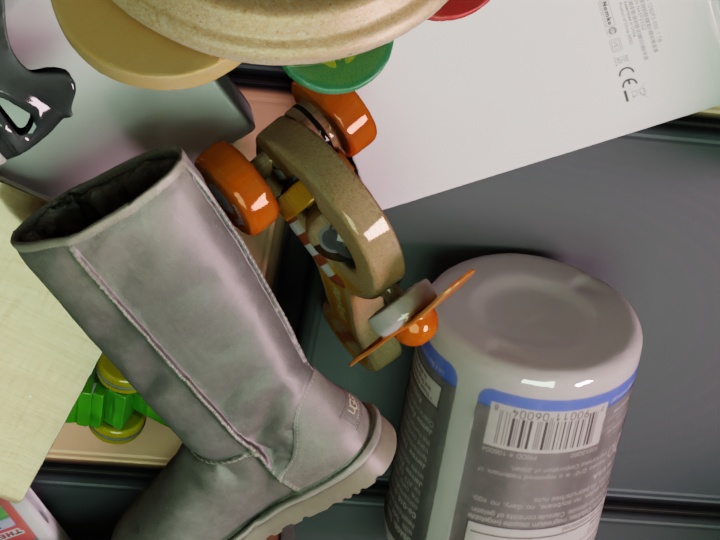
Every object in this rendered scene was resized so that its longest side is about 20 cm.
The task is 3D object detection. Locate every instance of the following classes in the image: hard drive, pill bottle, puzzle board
[{"bbox_3d":[-0.171,-0.069,1.321,0.200,0.026,0.132,-30,123,13],"label":"hard drive"},{"bbox_3d":[0.082,-0.113,1.332,0.200,0.026,0.132,-17,125,5],"label":"hard drive"},{"bbox_3d":[0.074,0.102,1.428,0.114,0.114,0.200,4,124,-10],"label":"pill bottle"},{"bbox_3d":[-0.220,0.013,1.318,0.200,0.017,0.151,24,105,-21],"label":"puzzle board"}]

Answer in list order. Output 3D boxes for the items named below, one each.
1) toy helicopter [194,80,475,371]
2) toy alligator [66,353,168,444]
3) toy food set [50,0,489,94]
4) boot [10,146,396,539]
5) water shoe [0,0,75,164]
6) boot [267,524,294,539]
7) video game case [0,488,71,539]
[{"bbox_3d":[0.000,0.000,1.336,0.079,0.132,0.200,-40,155,-13],"label":"toy helicopter"},{"bbox_3d":[-0.168,0.044,1.396,0.200,0.054,0.059,9,142,-3],"label":"toy alligator"},{"bbox_3d":[-0.035,-0.166,1.191,0.198,0.200,0.049,1,152,-5],"label":"toy food set"},{"bbox_3d":[-0.101,0.052,1.317,0.182,0.073,0.200,-33,125,16],"label":"boot"},{"bbox_3d":[-0.199,-0.143,1.236,0.079,0.072,0.200,-30,103,-5],"label":"water shoe"},{"bbox_3d":[-0.139,0.147,1.453,0.200,0.068,0.188,-10,139,-11],"label":"boot"},{"bbox_3d":[-0.272,0.140,1.437,0.200,0.023,0.182,-20,141,6],"label":"video game case"}]
